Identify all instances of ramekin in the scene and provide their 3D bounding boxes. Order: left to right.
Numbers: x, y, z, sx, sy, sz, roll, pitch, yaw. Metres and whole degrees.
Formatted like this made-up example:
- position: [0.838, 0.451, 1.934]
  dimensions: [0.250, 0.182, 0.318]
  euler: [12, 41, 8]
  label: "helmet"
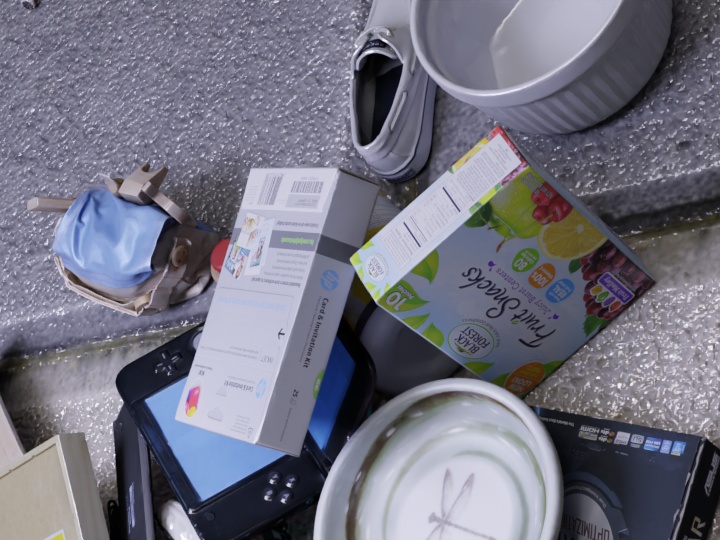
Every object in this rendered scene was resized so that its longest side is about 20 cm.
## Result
- position: [0.149, -0.201, 1.492]
  dimensions: [0.200, 0.105, 0.200]
  euler: [-18, 57, 29]
  label: "ramekin"

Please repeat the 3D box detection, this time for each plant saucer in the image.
- position: [0.061, 0.176, 1.331]
  dimensions: [0.200, 0.050, 0.200]
  euler: [-18, 57, 30]
  label: "plant saucer"

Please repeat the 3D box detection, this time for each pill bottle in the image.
- position: [0.000, 0.000, 1.488]
  dimensions: [0.112, 0.112, 0.200]
  euler: [-49, 47, 5]
  label: "pill bottle"

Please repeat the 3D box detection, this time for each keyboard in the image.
- position: [-0.183, 0.203, 1.541]
  dimensions: [0.127, 0.021, 0.200]
  euler: [122, 148, -49]
  label: "keyboard"

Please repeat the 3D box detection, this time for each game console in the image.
- position: [-0.093, 0.082, 1.453]
  dimensions: [0.172, 0.119, 0.200]
  euler: [-29, 52, -8]
  label: "game console"

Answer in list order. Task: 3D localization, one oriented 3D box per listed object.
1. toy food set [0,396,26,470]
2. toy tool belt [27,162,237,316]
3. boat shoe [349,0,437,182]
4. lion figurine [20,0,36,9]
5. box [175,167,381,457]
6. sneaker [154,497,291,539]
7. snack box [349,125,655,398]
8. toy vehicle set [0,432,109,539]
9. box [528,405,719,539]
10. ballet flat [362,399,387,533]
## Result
- position: [-0.338, 0.170, 1.693]
  dimensions: [0.144, 0.060, 0.200]
  euler: [-51, 45, 18]
  label: "toy food set"
- position: [-0.186, -0.027, 1.634]
  dimensions: [0.200, 0.123, 0.125]
  euler: [7, 71, 38]
  label: "toy tool belt"
- position: [0.027, -0.174, 1.594]
  dimensions: [0.074, 0.065, 0.200]
  euler: [-18, 57, 28]
  label: "boat shoe"
- position: [-0.292, -0.345, 1.921]
  dimensions: [0.200, 0.072, 0.123]
  euler: [-10, 54, 37]
  label: "lion figurine"
- position: [-0.062, 0.025, 1.372]
  dimensions: [0.156, 0.041, 0.200]
  euler: [4, 76, 63]
  label: "box"
- position: [-0.081, 0.214, 1.462]
  dimensions: [0.079, 0.074, 0.200]
  euler: [-50, 47, -4]
  label: "sneaker"
- position: [0.104, 0.001, 1.352]
  dimensions: [0.142, 0.200, 0.053]
  euler: [-41, 49, 12]
  label: "snack box"
- position: [-0.246, 0.246, 1.535]
  dimensions: [0.124, 0.026, 0.200]
  euler: [-30, 68, 40]
  label: "toy vehicle set"
- position: [0.142, 0.181, 1.332]
  dimensions: [0.200, 0.044, 0.160]
  euler: [9, 72, 39]
  label: "box"
- position: [0.023, 0.194, 1.411]
  dimensions: [0.065, 0.071, 0.200]
  euler: [5, 70, 10]
  label: "ballet flat"
